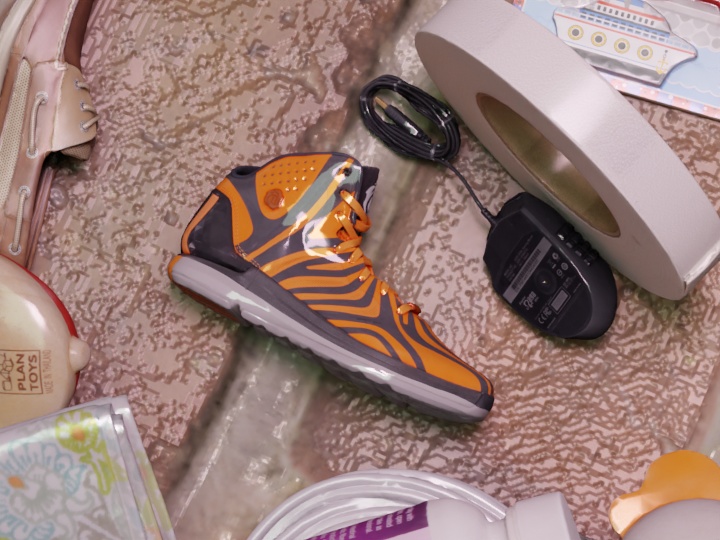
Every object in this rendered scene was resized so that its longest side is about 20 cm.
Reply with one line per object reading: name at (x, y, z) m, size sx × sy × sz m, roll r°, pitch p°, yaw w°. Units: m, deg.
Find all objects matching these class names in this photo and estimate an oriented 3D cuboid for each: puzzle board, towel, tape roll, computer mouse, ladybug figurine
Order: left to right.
ladybug figurine at (-0.233, 0.043, 1.375) m, size 0.200 × 0.072 × 0.136 m, roll 4°, pitch 104°, yaw 22°
towel at (-0.188, 0.170, 1.305) m, size 0.200 × 0.048 × 0.171 m, roll -18°, pitch 96°, yaw 0°
computer mouse at (0.074, -0.039, 1.411) m, size 0.200 × 0.059 × 0.034 m, roll 49°, pitch 42°, yaw 15°
tape roll at (0.111, -0.066, 1.329) m, size 0.203 × 0.203 × 0.037 m, roll 44°, pitch 84°, yaw 11°
puzzle board at (0.196, -0.166, 1.438) m, size 0.200 × 0.017 × 0.151 m, roll 17°, pitch 80°, yaw 7°

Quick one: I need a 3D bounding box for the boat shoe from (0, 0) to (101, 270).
boat shoe at (-0.181, -0.086, 1.421) m, size 0.072 × 0.076 × 0.200 m, roll 22°, pitch 90°, yaw 4°

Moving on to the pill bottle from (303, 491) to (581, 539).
pill bottle at (0.018, 0.178, 1.249) m, size 0.200 × 0.112 × 0.112 m, roll -19°, pitch 78°, yaw 7°

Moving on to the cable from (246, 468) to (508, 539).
cable at (0.021, 0.206, 1.337) m, size 0.200 × 0.069 × 0.200 m, roll -7°, pitch 82°, yaw 9°

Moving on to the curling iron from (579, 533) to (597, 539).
curling iron at (0.100, 0.159, 1.371) m, size 0.200 × 0.026 × 0.050 m, roll 20°, pitch 78°, yaw 8°

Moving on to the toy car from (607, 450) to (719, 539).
toy car at (0.197, 0.186, 1.280) m, size 0.177 × 0.184 × 0.200 m, roll -8°, pitch 77°, yaw 2°

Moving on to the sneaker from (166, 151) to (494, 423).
sneaker at (0.000, 0.000, 1.385) m, size 0.200 × 0.078 × 0.112 m, roll 28°, pitch 82°, yaw 9°
